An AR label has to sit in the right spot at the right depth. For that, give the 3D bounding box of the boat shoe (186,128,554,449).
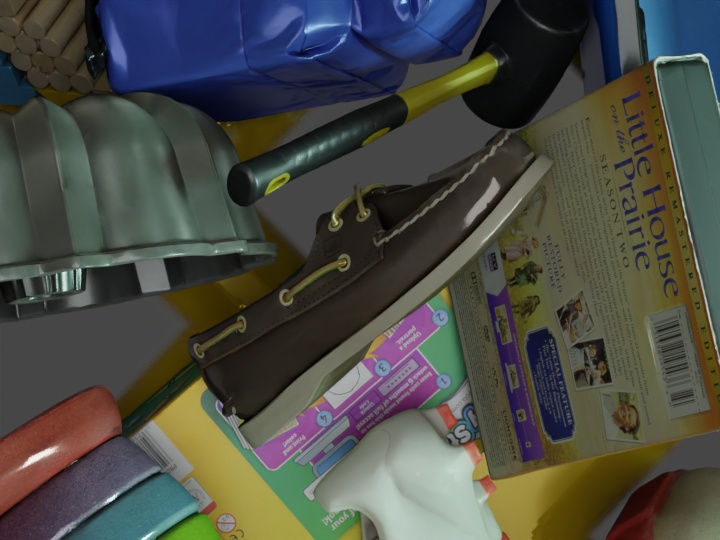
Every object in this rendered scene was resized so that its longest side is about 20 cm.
[{"bbox_3d":[0.000,0.000,0.909,0.060,0.072,0.200,49,123,2],"label":"boat shoe"}]

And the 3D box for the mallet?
[{"bbox_3d":[0.017,-0.062,0.884,0.200,0.066,0.041,-32,69,-34],"label":"mallet"}]

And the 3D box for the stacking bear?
[{"bbox_3d":[-0.097,0.161,0.912,0.113,0.121,0.200,-35,85,-23],"label":"stacking bear"}]

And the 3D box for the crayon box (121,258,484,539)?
[{"bbox_3d":[-0.020,0.073,1.009,0.200,0.058,0.119,-40,98,-2],"label":"crayon box"}]

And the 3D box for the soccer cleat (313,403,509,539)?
[{"bbox_3d":[0.041,0.147,0.982,0.077,0.069,0.201,-29,123,-5],"label":"soccer cleat"}]

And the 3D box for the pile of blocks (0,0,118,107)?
[{"bbox_3d":[-0.162,-0.128,0.983,0.200,0.082,0.062,44,46,-17],"label":"pile of blocks"}]

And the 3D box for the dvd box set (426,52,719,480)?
[{"bbox_3d":[0.097,0.006,0.893,0.029,0.200,0.147,-9,82,-26],"label":"dvd box set"}]

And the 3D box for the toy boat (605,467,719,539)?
[{"bbox_3d":[0.157,0.205,1.025,0.130,0.130,0.201,-23,98,26],"label":"toy boat"}]

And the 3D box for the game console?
[{"bbox_3d":[0.165,-0.064,0.968,0.117,0.171,0.201,-7,96,1],"label":"game console"}]

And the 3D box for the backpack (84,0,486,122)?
[{"bbox_3d":[-0.034,-0.179,0.929,0.167,0.162,0.201,-8,86,10],"label":"backpack"}]

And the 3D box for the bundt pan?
[{"bbox_3d":[-0.137,-0.025,0.883,0.200,0.202,0.076,-9,85,-6],"label":"bundt pan"}]
